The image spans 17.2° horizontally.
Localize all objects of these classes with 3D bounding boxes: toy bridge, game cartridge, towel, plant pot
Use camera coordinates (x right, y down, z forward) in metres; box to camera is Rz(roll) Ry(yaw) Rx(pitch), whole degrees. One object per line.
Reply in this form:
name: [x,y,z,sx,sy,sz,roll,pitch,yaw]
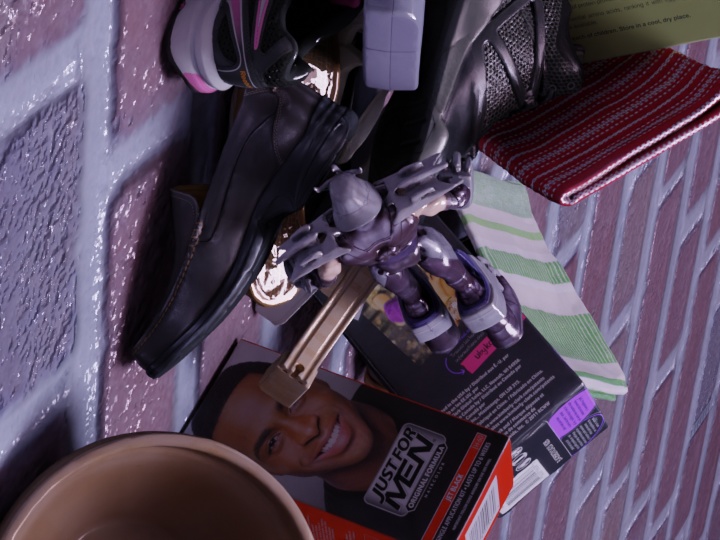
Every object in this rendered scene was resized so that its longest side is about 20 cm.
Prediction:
toy bridge: [0.000,0.000,1.543,0.200,0.027,0.067,-57,-174,-38]
game cartridge: [0.022,-0.174,1.378,0.200,0.040,0.134,79,19,-85]
towel: [0.139,0.010,1.891,0.023,0.201,0.152,-32,162,21]
towel: [0.148,-0.106,1.532,0.144,0.200,0.023,-31,114,-7]
plant pot: [-0.129,0.190,1.375,0.093,0.200,0.202,4,-108,68]

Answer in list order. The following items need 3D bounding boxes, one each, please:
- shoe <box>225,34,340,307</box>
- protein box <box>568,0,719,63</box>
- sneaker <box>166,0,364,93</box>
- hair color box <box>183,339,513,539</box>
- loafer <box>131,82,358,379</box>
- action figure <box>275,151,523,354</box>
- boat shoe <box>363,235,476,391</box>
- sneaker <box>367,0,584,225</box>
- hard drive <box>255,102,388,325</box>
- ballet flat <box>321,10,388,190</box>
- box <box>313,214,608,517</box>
shoe: [-0.059,-0.079,1.468,0.070,0.053,0.201,-4,110,-35]
protein box: [0.154,-0.256,1.551,0.135,0.197,0.201,-55,129,-51]
sneaker: [-0.026,-0.179,1.378,0.201,0.086,0.080,-65,148,-20]
hair color box: [-0.011,0.129,1.544,0.102,0.199,0.061,-60,157,-31]
loafer: [-0.083,-0.028,1.412,0.201,0.072,0.073,-55,-179,7]
action figure: [0.023,-0.013,1.424,0.200,0.129,0.070,46,29,-53]
boat shoe: [0.069,0.024,1.867,0.200,0.070,0.071,-51,156,-46]
sneaker: [0.078,-0.103,1.501,0.076,0.114,0.201,2,-111,64]
hard drive: [0.007,-0.064,1.598,0.200,0.026,0.132,-57,-173,-35]
ballet flat: [-0.006,-0.145,1.514,0.068,0.068,0.201,-15,121,-65]
box: [0.064,0.056,1.660,0.106,0.200,0.122,-39,157,-1]
